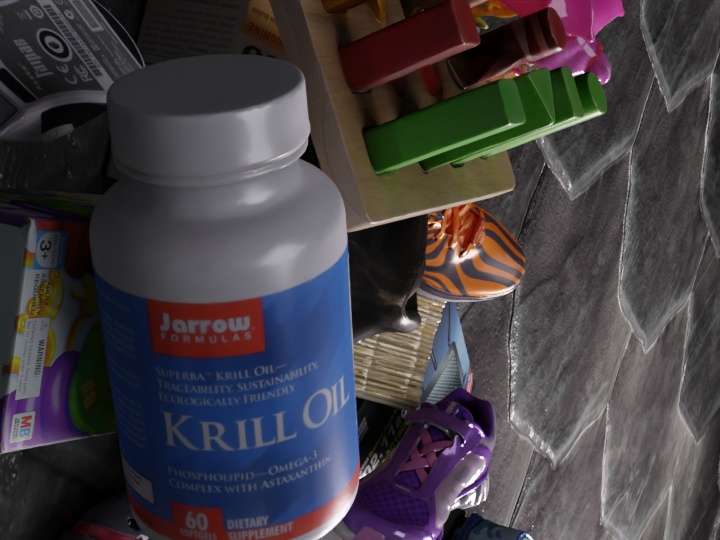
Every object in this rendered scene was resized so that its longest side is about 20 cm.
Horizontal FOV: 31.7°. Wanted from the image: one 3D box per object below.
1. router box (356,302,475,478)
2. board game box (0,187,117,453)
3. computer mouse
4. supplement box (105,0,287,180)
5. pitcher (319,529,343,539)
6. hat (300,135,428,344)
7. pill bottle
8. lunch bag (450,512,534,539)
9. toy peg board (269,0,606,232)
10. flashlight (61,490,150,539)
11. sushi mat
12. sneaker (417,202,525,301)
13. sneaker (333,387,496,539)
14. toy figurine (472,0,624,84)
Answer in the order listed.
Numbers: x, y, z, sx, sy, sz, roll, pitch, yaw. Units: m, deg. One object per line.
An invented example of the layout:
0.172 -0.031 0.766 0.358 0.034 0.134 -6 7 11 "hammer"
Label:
0.016 0.109 1.010 0.201 0.061 0.151 -57 145 -33 "router box"
-0.139 0.017 0.634 0.199 0.104 0.104 -1 102 -62 "board game box"
-0.169 -0.083 0.574 0.044 0.110 0.200 -40 175 29 "computer mouse"
-0.064 -0.134 0.745 0.126 0.073 0.203 14 90 -63 "supplement box"
-0.006 0.255 0.944 0.171 0.121 0.201 -33 141 -13 "pitcher"
0.000 0.000 0.728 0.201 0.080 0.203 12 90 -82 "hat"
-0.059 0.015 0.554 0.112 0.111 0.202 -39 132 -50 "pill bottle"
0.132 0.360 1.314 0.162 0.082 0.201 -64 150 -25 "lunch bag"
0.046 -0.141 0.686 0.199 0.097 0.202 -16 89 -61 "toy peg board"
-0.112 0.106 0.750 0.202 0.067 0.068 -65 -175 -22 "flashlight"
-0.019 0.035 0.889 0.199 0.012 0.097 19 82 -41 "sushi mat"
0.054 -0.037 0.875 0.198 0.112 0.078 25 72 -26 "sneaker"
0.047 0.140 0.914 0.200 0.080 0.089 -26 139 -62 "sneaker"
0.096 -0.153 0.854 0.200 0.183 0.151 51 55 -29 "toy figurine"
